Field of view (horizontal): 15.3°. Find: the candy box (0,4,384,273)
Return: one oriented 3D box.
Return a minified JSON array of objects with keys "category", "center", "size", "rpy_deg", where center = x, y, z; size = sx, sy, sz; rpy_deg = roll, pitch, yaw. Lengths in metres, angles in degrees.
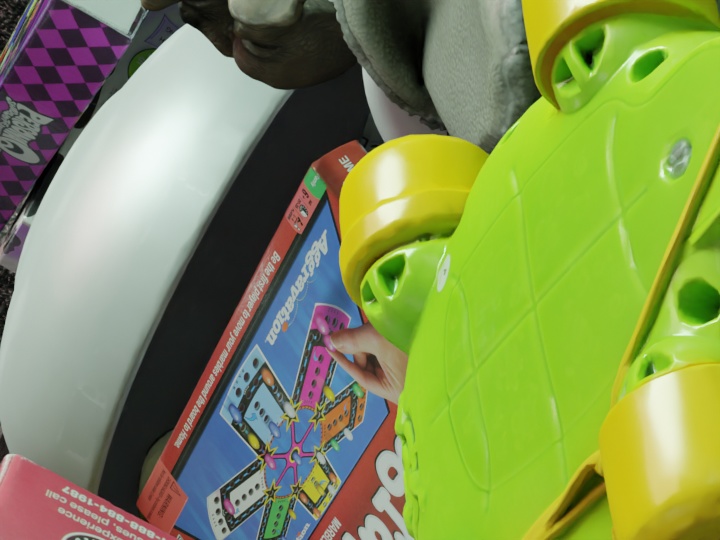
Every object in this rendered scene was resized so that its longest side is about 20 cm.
[{"category":"candy box","center":[-0.024,-0.054,1.071],"size":[0.201,0.167,0.072],"rpy_deg":[-64,9,-19]}]

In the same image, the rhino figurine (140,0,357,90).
[{"category":"rhino figurine","center":[0.030,-0.119,0.735],"size":[0.199,0.060,0.087],"rpy_deg":[-36,-15,6]}]

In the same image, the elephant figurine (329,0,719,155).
[{"category":"elephant figurine","center":[0.061,-0.055,0.667],"size":[0.200,0.141,0.156],"rpy_deg":[-42,25,52]}]

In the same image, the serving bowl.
[{"category":"serving bowl","center":[-0.066,-0.011,0.900],"size":[0.201,0.066,0.200],"rpy_deg":[-60,-8,-13]}]

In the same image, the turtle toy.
[{"category":"turtle toy","center":[0.075,0.009,0.508],"size":[0.200,0.101,0.147],"rpy_deg":[-48,37,43]}]

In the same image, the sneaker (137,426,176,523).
[{"category":"sneaker","center":[-0.013,0.084,0.838],"size":[0.200,0.076,0.089],"rpy_deg":[-36,54,55]}]

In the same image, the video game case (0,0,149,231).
[{"category":"video game case","center":[-0.089,-0.124,0.995],"size":[0.182,0.036,0.200],"rpy_deg":[-67,11,-26]}]

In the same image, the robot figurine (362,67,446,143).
[{"category":"robot figurine","center":[0.073,-0.091,0.821],"size":[0.169,0.113,0.201],"rpy_deg":[7,63,49]}]

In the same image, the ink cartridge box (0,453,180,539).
[{"category":"ink cartridge box","center":[-0.064,0.159,0.670],"size":[0.084,0.145,0.200],"rpy_deg":[-56,9,28]}]

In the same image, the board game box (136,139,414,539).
[{"category":"board game box","center":[-0.005,0.058,0.747],"size":[0.019,0.103,0.200],"rpy_deg":[-32,-16,-32]}]
